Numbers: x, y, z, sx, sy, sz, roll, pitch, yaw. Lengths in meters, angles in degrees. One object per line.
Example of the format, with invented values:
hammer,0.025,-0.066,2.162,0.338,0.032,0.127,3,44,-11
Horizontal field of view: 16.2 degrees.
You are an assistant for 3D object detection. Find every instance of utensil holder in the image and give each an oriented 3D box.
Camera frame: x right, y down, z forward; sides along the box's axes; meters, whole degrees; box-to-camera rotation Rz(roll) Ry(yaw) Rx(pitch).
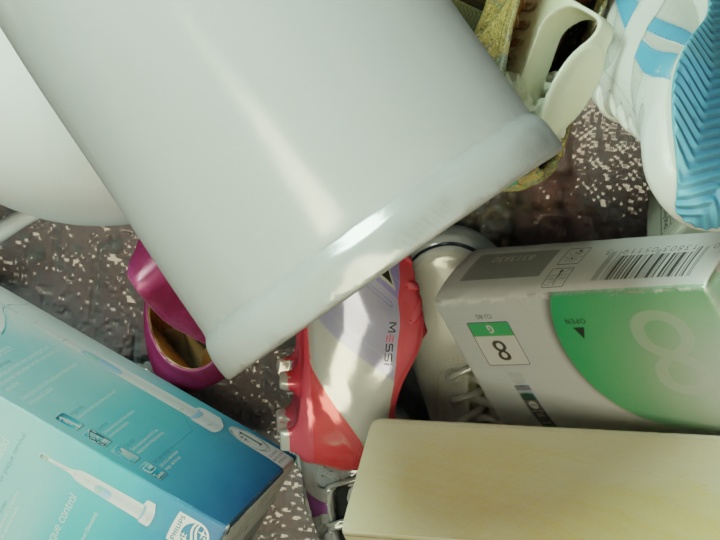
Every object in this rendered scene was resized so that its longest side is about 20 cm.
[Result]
utensil holder,-0.041,-0.084,1.045,0.170,0.170,0.200,-34,89,17

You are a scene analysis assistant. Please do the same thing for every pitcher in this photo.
pitcher,-0.159,-0.067,1.208,0.200,0.121,0.172,5,133,14

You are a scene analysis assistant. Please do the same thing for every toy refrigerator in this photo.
toy refrigerator,0.100,0.120,1.160,0.200,0.070,0.076,2,146,22

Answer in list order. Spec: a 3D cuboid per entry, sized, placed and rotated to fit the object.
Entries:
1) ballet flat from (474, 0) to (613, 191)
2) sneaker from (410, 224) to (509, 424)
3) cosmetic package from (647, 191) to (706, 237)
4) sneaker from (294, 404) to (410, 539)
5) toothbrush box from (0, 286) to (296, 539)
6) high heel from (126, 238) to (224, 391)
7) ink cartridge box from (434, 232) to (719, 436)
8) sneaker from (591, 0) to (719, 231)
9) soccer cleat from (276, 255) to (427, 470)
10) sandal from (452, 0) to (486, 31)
ballet flat,0.092,-0.126,1.134,0.071,0.071,0.200,22,80,-3
sneaker,0.068,0.075,1.254,0.073,0.071,0.200,-16,109,11
cosmetic package,0.222,-0.072,1.165,0.073,0.104,0.200,37,111,-7
sneaker,0.016,0.165,1.256,0.078,0.140,0.200,-20,109,14
toothbrush box,-0.148,0.088,1.201,0.200,0.146,0.085,30,103,4
high heel,-0.091,0.023,1.194,0.067,0.096,0.200,51,149,6
ink cartridge box,0.144,0.075,1.179,0.161,0.050,0.200,-4,123,44
sneaker,0.147,-0.079,1.121,0.076,0.200,0.081,32,126,-18
soccer cleat,0.000,0.000,1.210,0.076,0.067,0.200,1,105,-8
sandal,-0.022,-0.150,1.188,0.200,0.054,0.080,19,121,14
